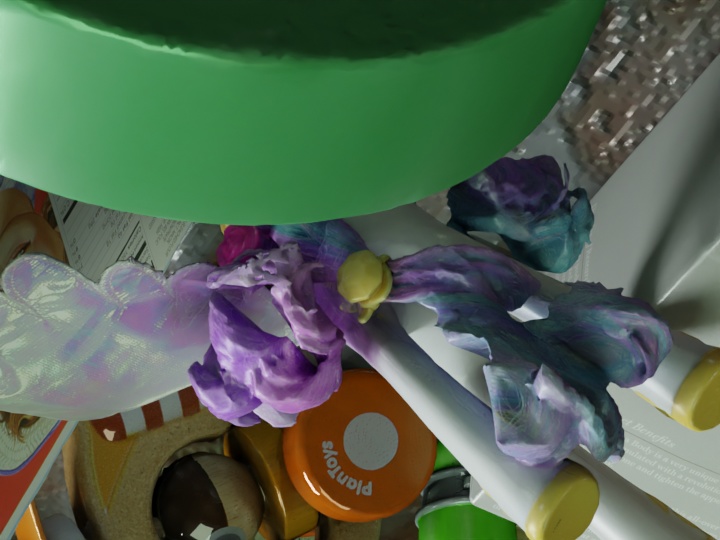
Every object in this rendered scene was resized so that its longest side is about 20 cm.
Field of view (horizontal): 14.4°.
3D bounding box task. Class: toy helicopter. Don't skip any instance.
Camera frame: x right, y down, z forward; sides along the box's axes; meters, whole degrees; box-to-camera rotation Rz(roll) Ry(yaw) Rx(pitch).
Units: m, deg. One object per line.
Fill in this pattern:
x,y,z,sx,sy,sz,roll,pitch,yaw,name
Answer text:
-0.084,0.047,0.878,0.200,0.132,0.079,41,162,-8,toy helicopter

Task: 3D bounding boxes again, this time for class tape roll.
-0.038,-0.098,0.608,0.200,0.201,0.048,15,134,-7,tape roll

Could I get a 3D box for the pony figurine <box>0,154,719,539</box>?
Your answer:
0.000,0.000,0.737,0.167,0.200,0.193,-56,150,2,pony figurine

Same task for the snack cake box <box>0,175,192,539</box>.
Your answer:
-0.117,-0.001,0.763,0.067,0.200,0.115,10,138,20,snack cake box

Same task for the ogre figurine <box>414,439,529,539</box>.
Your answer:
0.053,0.145,0.949,0.098,0.120,0.200,6,136,2,ogre figurine

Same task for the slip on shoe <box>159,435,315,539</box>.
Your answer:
-0.039,0.125,0.983,0.061,0.074,0.200,12,141,45,slip on shoe

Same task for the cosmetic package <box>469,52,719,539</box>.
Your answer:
0.125,0.005,0.824,0.107,0.090,0.200,26,130,-17,cosmetic package
